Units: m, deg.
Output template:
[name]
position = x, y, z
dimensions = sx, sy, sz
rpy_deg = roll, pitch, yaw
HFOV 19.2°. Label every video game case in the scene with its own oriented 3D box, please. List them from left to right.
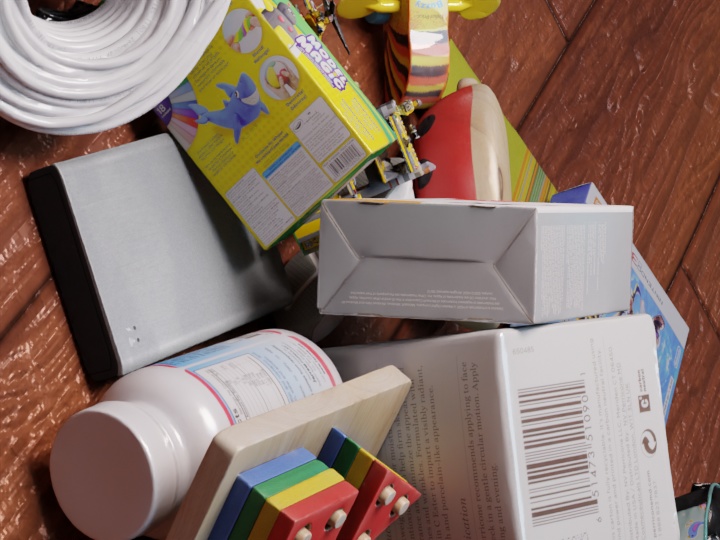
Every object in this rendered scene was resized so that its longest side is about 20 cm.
[video game case]
position = 0.203, 0.058, 1.792
dimensions = 0.182, 0.045, 0.201
rpy_deg = 52, 38, -27

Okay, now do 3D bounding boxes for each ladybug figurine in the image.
[ladybug figurine]
position = 0.078, -0.051, 1.669
dimensions = 0.136, 0.071, 0.202
rpy_deg = 107, -19, -79

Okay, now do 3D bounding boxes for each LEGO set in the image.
[LEGO set]
position = -0.018, -0.116, 1.505
dimensions = 0.154, 0.115, 0.201
rpy_deg = -4, 71, -86

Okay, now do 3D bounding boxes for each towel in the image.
[towel]
position = 0.114, -0.095, 1.803
dimensions = 0.200, 0.018, 0.086
rpy_deg = 52, 37, -29

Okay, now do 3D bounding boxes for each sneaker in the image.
[sneaker]
position = 0.000, 0.000, 1.567
dimensions = 0.201, 0.070, 0.081
rpy_deg = -56, 134, -46

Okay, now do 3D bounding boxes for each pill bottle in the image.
[pill bottle]
position = -0.101, 0.107, 1.344
dimensions = 0.200, 0.108, 0.110
rpy_deg = -16, 91, -56

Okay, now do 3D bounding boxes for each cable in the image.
[cable]
position = -0.173, -0.185, 1.300
dimensions = 0.199, 0.069, 0.201
rpy_deg = 21, 102, -36

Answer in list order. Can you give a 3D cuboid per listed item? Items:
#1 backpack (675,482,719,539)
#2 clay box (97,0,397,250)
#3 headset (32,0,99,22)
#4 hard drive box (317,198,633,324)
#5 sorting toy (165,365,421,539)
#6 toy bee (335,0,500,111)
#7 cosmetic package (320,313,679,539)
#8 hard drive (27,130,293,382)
[backpack]
position = 0.291, 0.304, 1.791
dimensions = 0.176, 0.153, 0.201
rpy_deg = 39, 38, -38
[clay box]
position = -0.081, -0.128, 1.411
dimensions = 0.200, 0.115, 0.048
rpy_deg = 52, 32, 3
[headset]
position = -0.185, -0.254, 1.363
dimensions = 0.094, 0.123, 0.202
rpy_deg = -20, 114, -54
[hard drive box]
position = 0.082, -0.009, 1.443
dimensions = 0.200, 0.155, 0.077
rpy_deg = -3, 96, -66
[sorting toy]
position = -0.044, 0.177, 1.322
dimensions = 0.069, 0.201, 0.198
rpy_deg = 36, 26, 22
[toy bee]
position = 0.038, -0.229, 1.672
dimensions = 0.130, 0.109, 0.201
rpy_deg = -26, 93, -21
[cosmetic package]
position = 0.083, 0.123, 1.442
dimensions = 0.164, 0.199, 0.166
rpy_deg = -5, 88, -45
[hard drive]
position = -0.129, -0.019, 1.420
dimensions = 0.200, 0.033, 0.141
rpy_deg = -23, 96, -56
